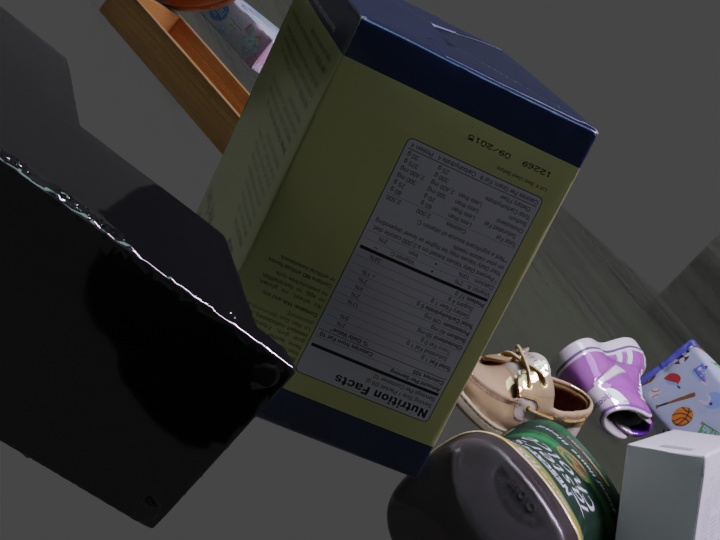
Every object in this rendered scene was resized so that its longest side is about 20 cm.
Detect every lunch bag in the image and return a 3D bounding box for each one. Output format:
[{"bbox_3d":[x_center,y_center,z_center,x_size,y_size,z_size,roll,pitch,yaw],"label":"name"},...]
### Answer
[{"bbox_3d":[0.443,0.210,1.656,0.201,0.123,0.171,52,5,-38],"label":"lunch bag"}]

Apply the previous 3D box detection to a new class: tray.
[{"bbox_3d":[-0.137,-0.160,1.184,0.200,0.037,0.098,50,13,21],"label":"tray"}]

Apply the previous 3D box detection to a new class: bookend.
[{"bbox_3d":[-0.145,-0.028,0.568,0.198,0.092,0.201,38,13,-30],"label":"bookend"}]

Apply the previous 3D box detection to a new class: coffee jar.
[{"bbox_3d":[0.088,0.142,0.777,0.105,0.085,0.200,52,14,15],"label":"coffee jar"}]

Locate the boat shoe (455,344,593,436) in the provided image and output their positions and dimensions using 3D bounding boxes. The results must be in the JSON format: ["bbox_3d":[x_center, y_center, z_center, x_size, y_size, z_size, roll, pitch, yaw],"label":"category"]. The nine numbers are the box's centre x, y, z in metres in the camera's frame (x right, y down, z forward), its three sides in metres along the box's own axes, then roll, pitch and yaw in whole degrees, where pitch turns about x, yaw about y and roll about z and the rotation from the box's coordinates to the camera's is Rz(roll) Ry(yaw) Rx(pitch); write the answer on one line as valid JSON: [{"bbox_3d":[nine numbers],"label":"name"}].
[{"bbox_3d":[0.125,0.095,1.102,0.199,0.069,0.074,29,19,-51],"label":"boat shoe"}]

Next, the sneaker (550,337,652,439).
[{"bbox_3d":[0.287,0.138,1.512,0.115,0.073,0.199,53,25,22],"label":"sneaker"}]

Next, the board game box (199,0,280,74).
[{"bbox_3d":[-0.085,-0.239,1.573,0.199,0.044,0.199,33,10,-41],"label":"board game box"}]

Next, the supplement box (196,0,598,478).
[{"bbox_3d":[0.000,-0.037,0.740,0.133,0.202,0.200,23,15,-16],"label":"supplement box"}]

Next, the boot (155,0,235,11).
[{"bbox_3d":[-0.202,-0.283,1.177,0.198,0.078,0.155,24,6,2],"label":"boot"}]

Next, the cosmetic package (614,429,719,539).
[{"bbox_3d":[0.196,0.182,0.857,0.051,0.153,0.200,5,-2,21],"label":"cosmetic package"}]
